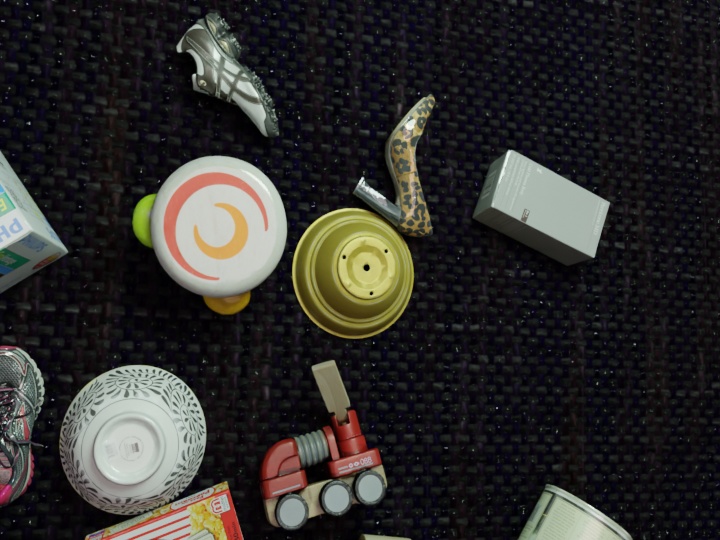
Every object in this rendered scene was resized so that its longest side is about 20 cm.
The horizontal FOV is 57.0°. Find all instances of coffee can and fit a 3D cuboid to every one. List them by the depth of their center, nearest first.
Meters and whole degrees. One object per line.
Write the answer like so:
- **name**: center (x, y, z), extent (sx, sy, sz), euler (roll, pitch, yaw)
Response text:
- **coffee can**: center (0.297, 0.453, 0.999), extent (0.145, 0.146, 0.202), euler (36, 77, -9)

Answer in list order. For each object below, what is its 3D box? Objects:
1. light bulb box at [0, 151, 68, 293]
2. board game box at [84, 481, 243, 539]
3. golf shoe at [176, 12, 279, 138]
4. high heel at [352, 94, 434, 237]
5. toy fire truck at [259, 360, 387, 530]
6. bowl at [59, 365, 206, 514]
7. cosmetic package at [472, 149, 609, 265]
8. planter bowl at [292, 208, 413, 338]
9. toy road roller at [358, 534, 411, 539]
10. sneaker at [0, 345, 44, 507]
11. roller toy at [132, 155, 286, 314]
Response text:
- **light bulb box**: center (-0.486, -0.085, 0.815), extent (0.124, 0.198, 0.202), euler (-34, 92, -14)
- **board game box**: center (-0.254, 0.401, 0.902), extent (0.197, 0.046, 0.154), euler (-18, 94, -16)
- **golf shoe**: center (-0.195, -0.274, 0.987), extent (0.094, 0.078, 0.202), euler (-32, 91, 2)
- **high heel**: center (0.096, -0.160, 1.043), extent (0.141, 0.071, 0.202), euler (35, 91, -5)
- **toy fire truck**: center (-0.064, 0.246, 0.945), extent (0.173, 0.129, 0.204), euler (-11, 76, -15)
- **bowl**: center (-0.305, 0.231, 0.886), extent (0.197, 0.094, 0.205), euler (2, 83, -15)
- **cosmetic package**: center (0.296, -0.099, 1.087), extent (0.197, 0.090, 0.109), euler (22, 76, -9)
- **planter bowl**: center (0.000, 0.000, 0.998), extent (0.196, 0.083, 0.205), euler (1, 84, -15)
- **toy road roller**: center (0.026, 0.501, 0.951), extent (0.120, 0.147, 0.202), euler (11, 44, -13)
- **sneaker**: center (-0.456, 0.200, 0.858), extent (0.079, 0.075, 0.205), euler (-3, 85, -15)
- **roller toy**: center (-0.191, -0.058, 0.923), extent (0.182, 0.140, 0.200), euler (-43, 98, -4)
